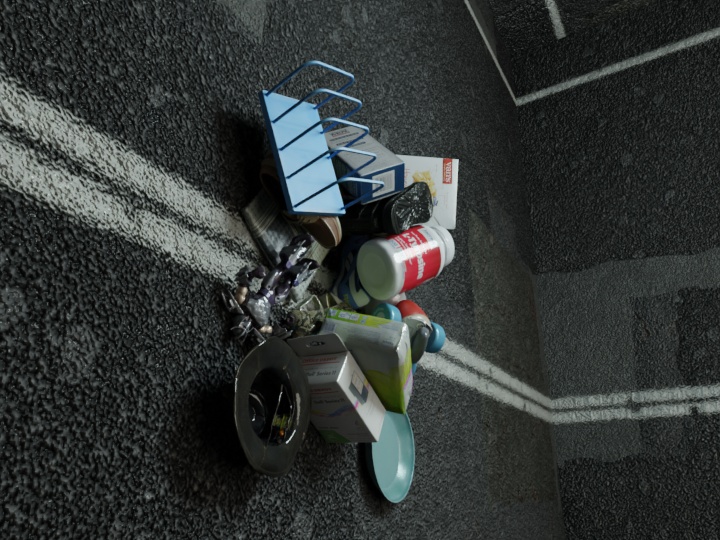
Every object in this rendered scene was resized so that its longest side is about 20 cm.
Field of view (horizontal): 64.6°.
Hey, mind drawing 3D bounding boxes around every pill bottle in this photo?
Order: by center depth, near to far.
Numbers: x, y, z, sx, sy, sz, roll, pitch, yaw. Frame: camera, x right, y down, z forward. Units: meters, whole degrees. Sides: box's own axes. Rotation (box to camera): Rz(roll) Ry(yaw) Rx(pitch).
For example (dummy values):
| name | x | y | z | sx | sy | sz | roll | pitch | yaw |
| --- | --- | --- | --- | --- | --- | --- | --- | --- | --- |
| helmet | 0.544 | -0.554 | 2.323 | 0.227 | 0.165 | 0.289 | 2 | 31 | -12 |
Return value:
| name | x | y | z | sx | sy | sz | roll | pitch | yaw |
| --- | --- | --- | --- | --- | --- | --- | --- | --- | --- |
| pill bottle | 0.094 | -0.024 | 1.114 | 0.196 | 0.110 | 0.117 | -20 | 98 | -41 |

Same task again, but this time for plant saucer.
| name | x | y | z | sx | sy | sz | roll | pitch | yaw |
| --- | --- | --- | --- | --- | --- | --- | --- | --- | --- |
| plant saucer | 0.058 | 0.373 | 1.189 | 0.199 | 0.035 | 0.208 | 32 | 54 | -55 |

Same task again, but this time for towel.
| name | x | y | z | sx | sy | sz | roll | pitch | yaw |
| --- | --- | --- | --- | --- | --- | --- | --- | --- | --- |
| towel | -0.125 | -0.079 | 1.028 | 0.196 | 0.034 | 0.202 | 61 | 35 | -25 |

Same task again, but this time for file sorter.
| name | x | y | z | sx | sy | sz | roll | pitch | yaw |
| --- | --- | --- | --- | --- | --- | --- | --- | --- | --- |
| file sorter | -0.057 | -0.210 | 0.923 | 0.137 | 0.120 | 0.207 | -4 | 75 | -55 |

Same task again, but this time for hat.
| name | x | y | z | sx | sy | sz | roll | pitch | yaw |
| --- | --- | --- | --- | --- | --- | --- | --- | --- | --- |
| hat | -0.149 | 0.194 | 0.826 | 0.199 | 0.078 | 0.209 | -3 | 90 | -65 |

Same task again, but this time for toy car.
| name | x | y | z | sx | sy | sz | roll | pitch | yaw |
| --- | --- | --- | --- | --- | --- | --- | --- | --- | --- |
| toy car | 0.047 | 0.097 | 1.193 | 0.181 | 0.177 | 0.203 | 22 | 31 | -41 |

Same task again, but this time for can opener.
| name | x | y | z | sx | sy | sz | roll | pitch | yaw |
| --- | --- | --- | --- | --- | --- | --- | --- | --- | --- |
| can opener | 0.070 | 0.170 | 1.066 | 0.052 | 0.203 | 0.068 | 25 | 33 | -7 |

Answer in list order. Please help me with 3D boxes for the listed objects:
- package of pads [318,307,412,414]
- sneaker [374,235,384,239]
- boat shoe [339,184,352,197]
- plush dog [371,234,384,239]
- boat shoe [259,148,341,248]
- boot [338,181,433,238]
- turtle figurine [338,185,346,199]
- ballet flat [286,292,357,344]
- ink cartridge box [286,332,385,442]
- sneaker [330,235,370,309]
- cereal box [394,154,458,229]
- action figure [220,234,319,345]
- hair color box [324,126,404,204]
| name | x | y | z | sx | sy | sz | roll | pitch | yaw |
| --- | --- | --- | --- | --- | --- | --- | --- | --- | --- |
| package of pads | 0.016 | 0.165 | 1.000 | 0.204 | 0.149 | 0.069 | 80 | 25 | -45 |
| sneaker | 0.103 | -0.052 | 1.248 | 0.077 | 0.146 | 0.203 | 44 | -7 | 30 |
| boat shoe | -0.016 | -0.191 | 1.225 | 0.062 | 0.072 | 0.208 | 33 | 60 | -66 |
| plush dog | 0.096 | -0.138 | 1.305 | 0.198 | 0.167 | 0.167 | 19 | 63 | -59 |
| boat shoe | -0.107 | -0.110 | 0.975 | 0.201 | 0.074 | 0.073 | 51 | 43 | -22 |
| boot | 0.042 | -0.121 | 1.126 | 0.209 | 0.153 | 0.083 | -27 | 110 | -53 |
| turtle figurine | -0.081 | -0.200 | 1.058 | 0.200 | 0.063 | 0.166 | -71 | 137 | -77 |
| ballet flat | -0.068 | 0.078 | 1.042 | 0.198 | 0.067 | 0.077 | -10 | 68 | -61 |
| ink cartridge box | -0.049 | 0.204 | 0.965 | 0.203 | 0.114 | 0.068 | 60 | 36 | -30 |
| sneaker | 0.000 | 0.000 | 1.171 | 0.074 | 0.080 | 0.205 | 50 | 37 | -38 |
| cereal box | 0.108 | -0.165 | 1.199 | 0.039 | 0.192 | 0.150 | -155 | -113 | -80 |
| action figure | -0.139 | 0.032 | 0.892 | 0.202 | 0.067 | 0.133 | -54 | 133 | -37 |
| hair color box | -0.004 | -0.209 | 1.101 | 0.097 | 0.200 | 0.062 | -19 | 131 | -21 |
